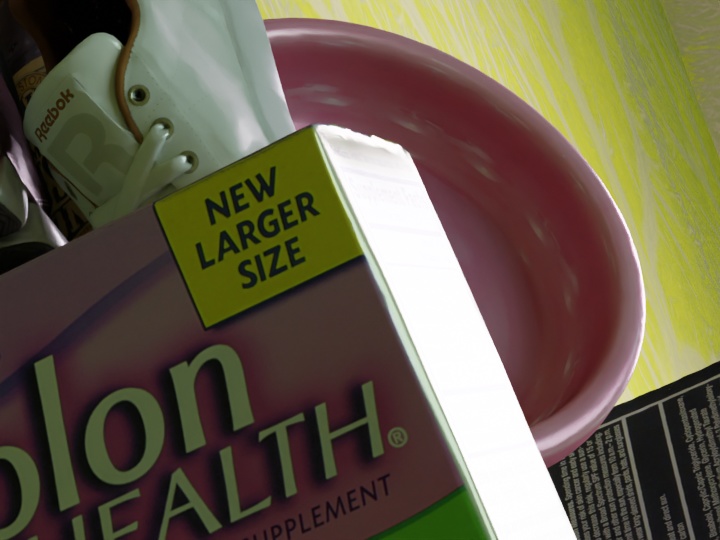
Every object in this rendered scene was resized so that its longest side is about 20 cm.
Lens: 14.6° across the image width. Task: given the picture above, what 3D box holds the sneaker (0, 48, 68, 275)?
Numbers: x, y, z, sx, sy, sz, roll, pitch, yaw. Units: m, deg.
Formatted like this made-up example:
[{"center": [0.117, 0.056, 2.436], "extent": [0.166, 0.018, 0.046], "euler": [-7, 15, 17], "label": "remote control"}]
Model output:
[{"center": [-0.146, -0.064, 0.812], "extent": [0.200, 0.075, 0.116], "euler": [67, 3, -47], "label": "sneaker"}]

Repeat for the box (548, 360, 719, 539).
[{"center": [0.122, 0.161, 1.158], "extent": [0.200, 0.198, 0.124], "euler": [-96, 159, -54], "label": "box"}]

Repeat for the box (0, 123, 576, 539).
[{"center": [-0.037, 0.092, 0.699], "extent": [0.201, 0.175, 0.097], "euler": [67, 13, 7], "label": "box"}]

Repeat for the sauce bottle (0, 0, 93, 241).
[{"center": [-0.082, -0.040, 0.901], "extent": [0.201, 0.066, 0.066], "euler": [64, 11, 27], "label": "sauce bottle"}]

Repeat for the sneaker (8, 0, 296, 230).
[{"center": [-0.053, -0.014, 0.798], "extent": [0.084, 0.073, 0.200], "euler": [11, 39, -40], "label": "sneaker"}]

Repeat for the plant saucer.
[{"center": [0.000, 0.000, 0.984], "extent": [0.199, 0.051, 0.201], "euler": [14, 46, -15], "label": "plant saucer"}]
